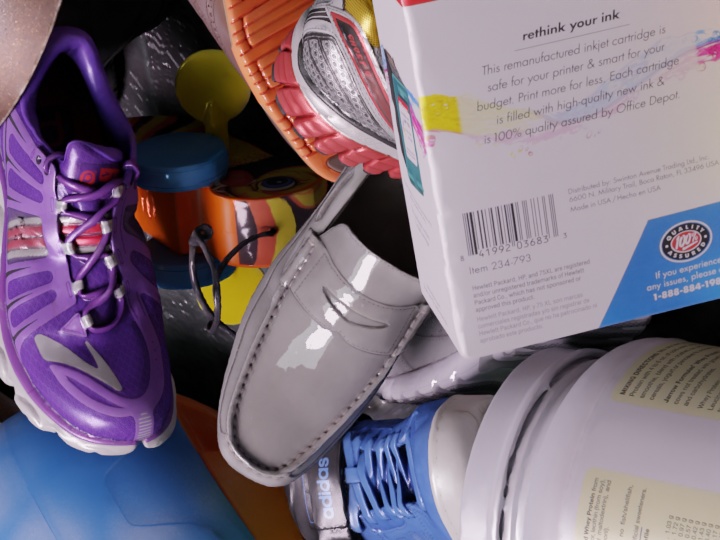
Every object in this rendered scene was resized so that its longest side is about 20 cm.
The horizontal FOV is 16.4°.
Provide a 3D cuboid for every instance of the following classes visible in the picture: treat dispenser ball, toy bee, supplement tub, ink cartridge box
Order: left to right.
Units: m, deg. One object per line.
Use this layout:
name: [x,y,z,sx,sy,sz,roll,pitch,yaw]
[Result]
treat dispenser ball: [-0.126,0.160,1.290,0.200,0.201,0.202,27,134,32]
toy bee: [-0.054,-0.025,1.173,0.131,0.108,0.200,97,153,-43]
ink cartridge box: [0.068,-0.080,0.892,0.067,0.116,0.201,-118,17,-64]
supplement tub: [0.154,0.104,0.975,0.199,0.145,0.146,9,123,34]

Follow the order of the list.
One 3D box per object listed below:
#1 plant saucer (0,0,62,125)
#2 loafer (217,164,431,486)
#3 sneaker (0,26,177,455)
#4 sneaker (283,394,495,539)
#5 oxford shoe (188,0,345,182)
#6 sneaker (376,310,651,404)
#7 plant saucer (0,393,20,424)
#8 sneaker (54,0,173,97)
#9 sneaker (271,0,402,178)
plant saucer: [-0.188,-0.154,1.165,0.200,0.037,0.201,-27,57,53]
loafer: [0.000,0.000,1.051,0.070,0.201,0.070,28,178,-5]
sneaker: [-0.128,-0.016,1.111,0.083,0.080,0.201,133,125,-61]
sneaker: [0.015,0.096,1.094,0.111,0.200,0.077,-3,84,9]
oxford shoe: [-0.045,-0.131,1.111,0.201,0.071,0.073,65,160,-3]
sneaker: [0.067,0.010,1.099,0.200,0.074,0.082,-34,56,57]
plant saucer: [-0.216,0.136,1.485,0.200,0.037,0.201,29,139,28]
sneaker: [-0.152,-0.116,1.205,0.076,0.091,0.200,44,140,17]
sneaker: [0.066,-0.056,0.972,0.199,0.078,0.082,22,146,-11]
